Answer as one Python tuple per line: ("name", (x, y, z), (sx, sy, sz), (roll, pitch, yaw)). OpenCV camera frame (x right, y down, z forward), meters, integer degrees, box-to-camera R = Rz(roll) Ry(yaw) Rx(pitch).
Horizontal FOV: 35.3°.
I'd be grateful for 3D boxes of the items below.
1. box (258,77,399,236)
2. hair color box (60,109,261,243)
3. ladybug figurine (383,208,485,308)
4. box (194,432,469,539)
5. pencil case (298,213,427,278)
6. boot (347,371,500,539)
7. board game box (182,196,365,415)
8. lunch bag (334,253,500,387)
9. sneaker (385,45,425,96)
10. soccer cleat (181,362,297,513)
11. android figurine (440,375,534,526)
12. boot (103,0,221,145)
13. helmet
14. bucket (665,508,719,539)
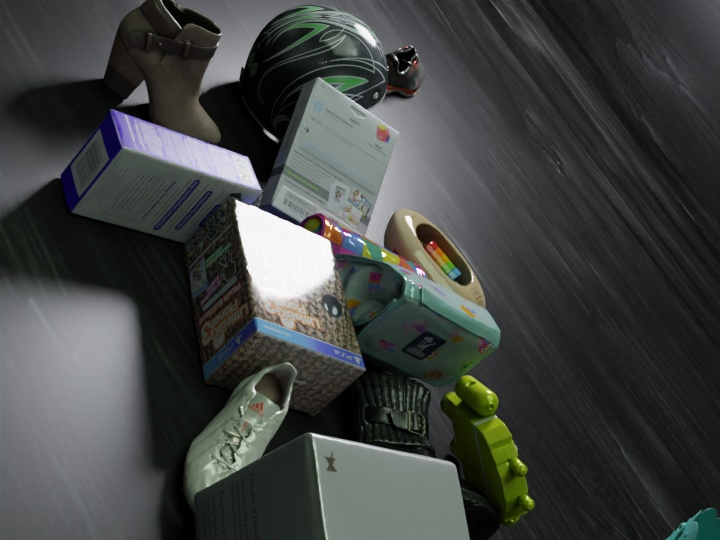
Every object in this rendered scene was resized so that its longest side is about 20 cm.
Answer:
("box", (-0.040, -0.138, 1.550), (0.155, 0.041, 0.202), (30, 68, -30))
("hair color box", (-0.223, -0.099, 1.281), (0.199, 0.109, 0.065), (17, 39, -44))
("ladybug figurine", (0.103, 0.002, 1.647), (0.201, 0.072, 0.135), (52, 28, 8))
("box", (-0.018, 0.276, 1.011), (0.198, 0.171, 0.202), (20, 49, -42))
("pencil case", (0.000, 0.000, 1.499), (0.199, 0.088, 0.089), (29, 33, -30))
("boot", (0.075, 0.218, 1.336), (0.210, 0.079, 0.159), (33, 32, -25))
("board game box", (-0.101, 0.041, 1.291), (0.159, 0.097, 0.201), (22, 37, -38))
("lunch bag", (0.051, 0.059, 1.368), (0.170, 0.199, 0.123), (29, 73, -32))
("sneaker", (0.085, -0.372, 2.075), (0.077, 0.082, 0.200), (50, 29, 4))
("soccer cleat", (-0.119, 0.163, 1.128), (0.069, 0.077, 0.201), (41, 35, -12))
("android figurine", (0.153, 0.221, 1.359), (0.200, 0.041, 0.184), (-144, -142, -67))
("boot", (-0.223, -0.254, 1.433), (0.199, 0.146, 0.071), (28, 32, -33))
("helmet", (-0.063, -0.293, 1.656), (0.199, 0.191, 0.201), (33, 32, -24))
("bucket", (0.478, 0.449, 1.550), (0.206, 0.135, 0.208), (34, 30, -23))
